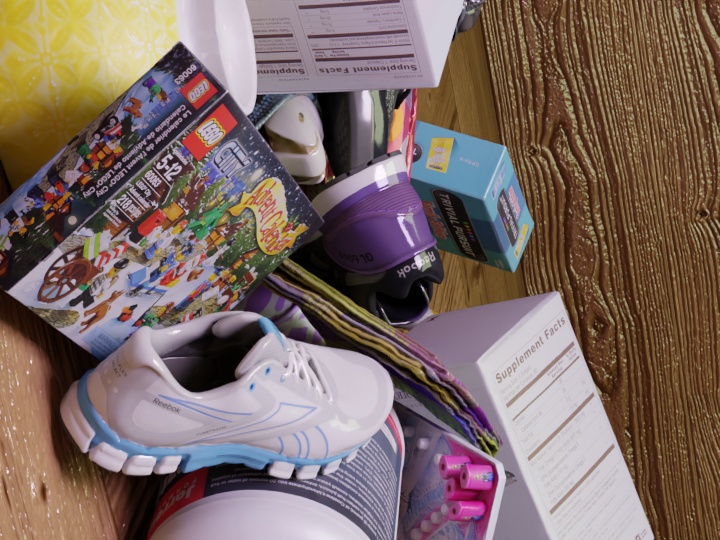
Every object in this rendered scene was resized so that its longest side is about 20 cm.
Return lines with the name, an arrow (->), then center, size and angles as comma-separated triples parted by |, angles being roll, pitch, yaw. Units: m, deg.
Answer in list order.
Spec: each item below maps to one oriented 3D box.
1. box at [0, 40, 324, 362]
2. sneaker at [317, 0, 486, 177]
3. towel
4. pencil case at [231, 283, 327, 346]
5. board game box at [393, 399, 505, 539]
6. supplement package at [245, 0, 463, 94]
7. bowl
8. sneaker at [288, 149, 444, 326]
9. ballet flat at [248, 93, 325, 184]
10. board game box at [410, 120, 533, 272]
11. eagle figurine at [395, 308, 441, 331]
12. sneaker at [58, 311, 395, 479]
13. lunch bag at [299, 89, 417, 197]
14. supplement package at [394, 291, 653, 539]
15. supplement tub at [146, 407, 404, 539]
box -> -0.100, -0.020, 0.990 | 0.038, 0.137, 0.200 | 47, -2, 20
sneaker -> 0.030, -0.144, 1.274 | 0.076, 0.114, 0.200 | 128, -34, -62
towel -> 0.011, 0.053, 1.202 | 0.023, 0.143, 0.200 | -55, 157, -7
pencil case -> -0.050, 0.083, 1.349 | 0.086, 0.084, 0.200 | -56, 141, -42
board game box -> 0.005, 0.185, 1.242 | 0.200, 0.026, 0.201 | 26, -74, 57
supplement package -> -0.032, -0.224, 1.129 | 0.152, 0.150, 0.200 | -73, 155, -43
bowl -> -0.115, -0.113, 1.036 | 0.200, 0.107, 0.201 | -8, 90, -79
sneaker -> 0.000, 0.000, 1.190 | 0.088, 0.076, 0.200 | 62, -12, 6
ballet flat -> -0.059, -0.055, 1.208 | 0.200, 0.074, 0.074 | -57, 146, -34
board game box -> 0.022, -0.072, 1.510 | 0.047, 0.199, 0.151 | -67, 160, -14
eagle figurine -> 0.000, 0.048, 1.476 | 0.152, 0.150, 0.201 | 26, 70, -56
sneaker -> -0.051, 0.058, 1.029 | 0.200, 0.087, 0.075 | -2, 52, -42
lunch bag -> -0.035, -0.097, 1.379 | 0.176, 0.082, 0.201 | -19, -120, 57
supplement package -> 0.100, 0.133, 1.385 | 0.117, 0.117, 0.201 | -37, 108, -47
supplement tub -> -0.049, 0.151, 1.121 | 0.200, 0.140, 0.141 | -82, 162, -56
